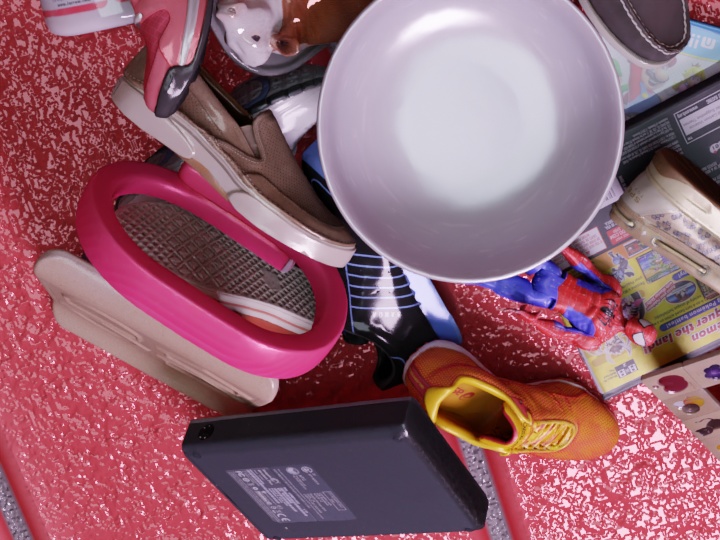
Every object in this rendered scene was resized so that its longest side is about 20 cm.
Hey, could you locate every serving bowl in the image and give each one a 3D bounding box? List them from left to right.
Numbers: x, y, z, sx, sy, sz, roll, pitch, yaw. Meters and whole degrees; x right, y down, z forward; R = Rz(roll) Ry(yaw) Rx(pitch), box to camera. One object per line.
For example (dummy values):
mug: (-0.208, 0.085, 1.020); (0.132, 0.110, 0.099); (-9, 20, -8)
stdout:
serving bowl: (0.069, -0.096, 0.817); (0.196, 0.066, 0.204); (0, 100, -1)

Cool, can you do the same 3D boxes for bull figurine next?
bull figurine: (-0.008, -0.201, 0.829); (0.197, 0.065, 0.124); (-6, 112, -27)

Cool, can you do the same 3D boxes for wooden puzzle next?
wooden puzzle: (-0.146, 0.043, 0.916); (0.183, 0.200, 0.047); (29, 74, -4)

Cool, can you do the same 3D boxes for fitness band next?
fitness band: (-0.099, -0.006, 0.843); (0.198, 0.144, 0.038); (33, 125, -10)

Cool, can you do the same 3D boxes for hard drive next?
hard drive: (-0.019, 0.155, 0.937); (0.197, 0.033, 0.140); (-9, 135, 30)

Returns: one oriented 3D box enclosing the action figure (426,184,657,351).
action figure: (0.125, 0.008, 0.881); (0.198, 0.052, 0.066); (25, 78, -12)

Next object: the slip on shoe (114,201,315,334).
slip on shoe: (-0.105, 0.011, 0.915); (0.198, 0.075, 0.061); (26, 131, -37)

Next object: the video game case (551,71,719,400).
video game case: (0.229, -0.025, 0.913); (0.198, 0.026, 0.183); (-27, 103, 11)

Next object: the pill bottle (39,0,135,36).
pill bottle: (-0.186, -0.271, 0.848); (0.107, 0.109, 0.203); (-9, 106, 7)

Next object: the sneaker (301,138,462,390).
sneaker: (0.000, 0.000, 0.919); (0.077, 0.070, 0.201); (-35, 111, -5)

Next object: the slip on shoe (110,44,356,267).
slip on shoe: (-0.076, -0.081, 0.844); (0.199, 0.076, 0.061); (39, 100, -1)

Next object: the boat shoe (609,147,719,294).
boat shoe: (0.264, -0.001, 0.870); (0.199, 0.073, 0.063); (42, 113, -5)

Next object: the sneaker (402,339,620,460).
sneaker: (0.118, 0.116, 0.937); (0.197, 0.077, 0.074); (17, 115, -27)

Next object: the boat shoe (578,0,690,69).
boat shoe: (0.174, -0.233, 0.836); (0.071, 0.060, 0.203); (-32, 98, -23)

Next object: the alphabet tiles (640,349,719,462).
alphabet tiles: (0.324, 0.100, 0.905); (0.165, 0.008, 0.200); (-22, 136, 30)

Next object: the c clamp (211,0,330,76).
c clamp: (-0.052, -0.229, 0.845); (0.198, 0.027, 0.173); (-32, 116, -14)

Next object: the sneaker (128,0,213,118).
sneaker: (-0.132, -0.198, 0.780); (0.085, 0.074, 0.204); (6, 89, -8)

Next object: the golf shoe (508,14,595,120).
golf shoe: (0.074, -0.136, 0.887); (0.199, 0.078, 0.098); (-35, 95, 12)

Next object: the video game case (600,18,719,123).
video game case: (0.218, -0.085, 0.918); (0.141, 0.018, 0.203); (15, 107, 1)

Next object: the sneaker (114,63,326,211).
sneaker: (-0.089, -0.080, 0.927); (0.199, 0.075, 0.087); (-33, 114, 20)
